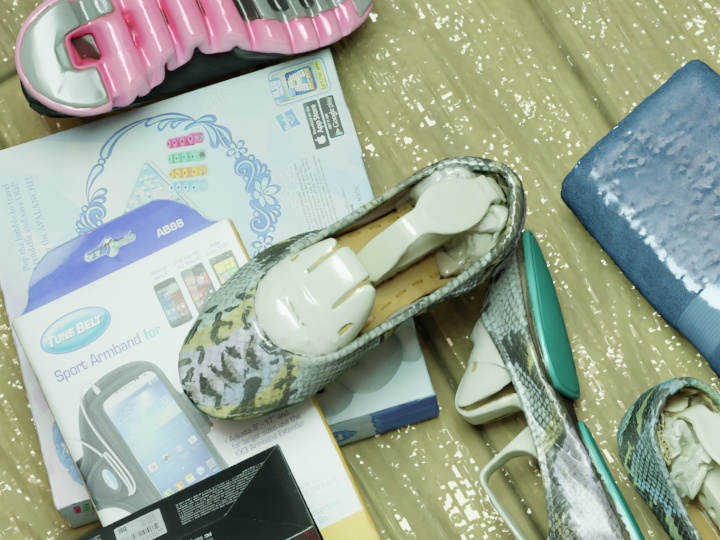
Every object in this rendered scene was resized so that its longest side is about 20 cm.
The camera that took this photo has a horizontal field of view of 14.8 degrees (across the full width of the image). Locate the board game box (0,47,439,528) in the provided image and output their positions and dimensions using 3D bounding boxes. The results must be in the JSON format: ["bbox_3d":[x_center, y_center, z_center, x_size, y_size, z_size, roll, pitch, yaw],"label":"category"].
[{"bbox_3d":[-0.082,0.008,1.425,0.198,0.043,0.201,-16,70,0],"label":"board game box"}]

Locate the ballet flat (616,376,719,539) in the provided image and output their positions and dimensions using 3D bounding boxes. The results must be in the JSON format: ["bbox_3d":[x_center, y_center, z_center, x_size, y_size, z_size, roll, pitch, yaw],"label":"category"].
[{"bbox_3d":[0.192,0.135,1.329,0.074,0.074,0.200,-35,71,-6],"label":"ballet flat"}]

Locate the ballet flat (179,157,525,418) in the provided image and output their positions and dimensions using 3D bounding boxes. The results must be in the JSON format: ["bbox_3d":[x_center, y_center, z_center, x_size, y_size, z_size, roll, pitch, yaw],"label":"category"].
[{"bbox_3d":[0.000,0.000,1.308,0.200,0.072,0.072,-31,68,-27],"label":"ballet flat"}]

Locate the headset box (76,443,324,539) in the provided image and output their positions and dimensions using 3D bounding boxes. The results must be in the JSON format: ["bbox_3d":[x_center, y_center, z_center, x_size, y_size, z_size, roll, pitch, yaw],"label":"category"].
[{"bbox_3d":[-0.061,0.203,1.285,0.149,0.200,0.077,-24,31,-3],"label":"headset box"}]

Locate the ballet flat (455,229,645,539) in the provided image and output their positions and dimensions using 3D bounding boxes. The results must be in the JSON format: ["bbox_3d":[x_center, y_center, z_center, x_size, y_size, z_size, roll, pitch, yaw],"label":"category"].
[{"bbox_3d":[0.085,0.075,1.370,0.072,0.072,0.201,-18,68,0],"label":"ballet flat"}]

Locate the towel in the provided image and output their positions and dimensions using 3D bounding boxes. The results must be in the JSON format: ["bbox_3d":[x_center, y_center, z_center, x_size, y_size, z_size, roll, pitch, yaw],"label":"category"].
[{"bbox_3d":[0.200,-0.004,1.395,0.112,0.049,0.200,-39,71,-8],"label":"towel"}]

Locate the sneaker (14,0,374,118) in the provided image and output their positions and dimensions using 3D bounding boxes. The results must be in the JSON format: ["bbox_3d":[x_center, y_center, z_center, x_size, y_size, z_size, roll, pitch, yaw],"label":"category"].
[{"bbox_3d":[-0.090,-0.125,1.441,0.199,0.095,0.079,-17,82,-18],"label":"sneaker"}]

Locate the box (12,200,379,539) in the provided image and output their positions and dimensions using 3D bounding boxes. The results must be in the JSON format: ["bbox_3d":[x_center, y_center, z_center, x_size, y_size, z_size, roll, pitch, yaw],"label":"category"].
[{"bbox_3d":[-0.084,0.070,1.350,0.119,0.041,0.200,-25,77,-1],"label":"box"}]
